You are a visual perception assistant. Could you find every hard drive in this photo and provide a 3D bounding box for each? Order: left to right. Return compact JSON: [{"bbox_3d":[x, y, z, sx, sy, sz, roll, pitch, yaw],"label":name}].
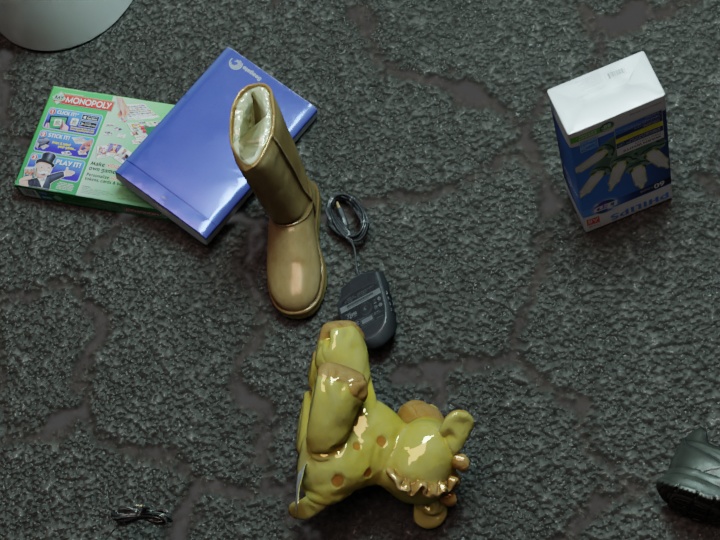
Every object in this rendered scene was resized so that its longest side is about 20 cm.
[{"bbox_3d":[-0.160,-0.142,1.774,0.132,0.025,0.200,35,71,12],"label":"hard drive"}]

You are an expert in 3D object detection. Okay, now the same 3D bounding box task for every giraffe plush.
[{"bbox_3d":[0.024,0.165,1.544,0.161,0.173,0.201,10,54,-6],"label":"giraffe plush"}]

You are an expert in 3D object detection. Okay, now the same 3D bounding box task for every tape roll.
[{"bbox_3d":[-0.379,-0.385,1.902,0.201,0.139,0.204,-4,64,8],"label":"tape roll"}]

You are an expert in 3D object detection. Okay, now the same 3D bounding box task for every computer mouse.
[{"bbox_3d":[0.000,0.000,1.692,0.058,0.034,0.201,-26,55,19],"label":"computer mouse"}]

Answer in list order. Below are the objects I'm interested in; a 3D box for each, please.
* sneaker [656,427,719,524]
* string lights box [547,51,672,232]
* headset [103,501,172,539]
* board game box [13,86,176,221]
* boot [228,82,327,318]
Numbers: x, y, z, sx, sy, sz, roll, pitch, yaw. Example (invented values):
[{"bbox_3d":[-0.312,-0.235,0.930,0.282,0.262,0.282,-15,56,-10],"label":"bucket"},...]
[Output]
[{"bbox_3d":[0.382,0.203,1.477,0.199,0.076,0.091,19,62,18],"label":"sneaker"},{"bbox_3d":[0.254,-0.126,1.594,0.102,0.200,0.059,-22,60,2],"label":"string lights box"},{"bbox_3d":[-0.239,0.323,1.532,0.093,0.124,0.201,-1,59,12],"label":"headset"},{"bbox_3d":[-0.284,-0.135,1.821,0.198,0.029,0.136,10,67,18],"label":"board game box"},{"bbox_3d":[-0.090,-0.067,1.644,0.066,0.200,0.177,-9,62,9],"label":"boot"}]
